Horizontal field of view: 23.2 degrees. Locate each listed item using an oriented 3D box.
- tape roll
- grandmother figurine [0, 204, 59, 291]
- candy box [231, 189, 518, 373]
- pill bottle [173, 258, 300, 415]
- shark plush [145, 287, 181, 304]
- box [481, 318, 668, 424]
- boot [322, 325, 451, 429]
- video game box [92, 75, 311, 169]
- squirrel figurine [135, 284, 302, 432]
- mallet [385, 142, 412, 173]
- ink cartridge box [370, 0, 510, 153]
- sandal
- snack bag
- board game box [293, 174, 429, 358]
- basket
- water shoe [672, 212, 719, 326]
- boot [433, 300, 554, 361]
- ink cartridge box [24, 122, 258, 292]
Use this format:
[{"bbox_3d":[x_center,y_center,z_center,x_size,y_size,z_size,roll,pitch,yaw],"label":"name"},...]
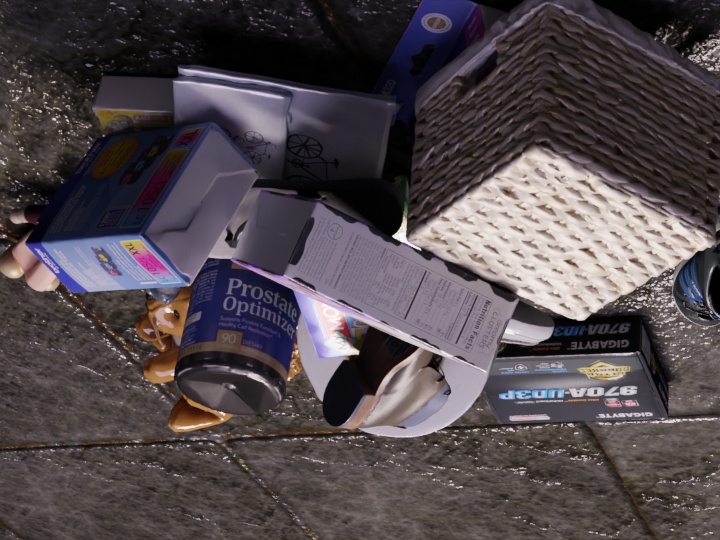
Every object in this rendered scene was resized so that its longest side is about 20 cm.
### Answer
[{"bbox_3d":[0.039,0.064,1.772,0.199,0.201,0.066,4,-166,9],"label":"tape roll"},{"bbox_3d":[-0.305,-0.035,1.832,0.121,0.061,0.200,13,154,-24],"label":"grandmother figurine"},{"bbox_3d":[0.009,0.007,1.494,0.199,0.072,0.168,25,177,-20],"label":"candy box"},{"bbox_3d":[-0.115,0.033,1.747,0.111,0.201,0.112,7,151,4],"label":"pill bottle"},{"bbox_3d":[-0.221,-0.008,1.800,0.090,0.084,0.200,-2,180,-28],"label":"shark plush"},{"bbox_3d":[0.229,0.113,1.942,0.199,0.046,0.159,-3,148,20],"label":"box"},{"bbox_3d":[0.054,0.080,1.685,0.097,0.075,0.200,15,128,-40],"label":"boot"},{"bbox_3d":[-0.134,-0.111,1.661,0.199,0.047,0.182,4,152,9],"label":"video game box"},{"bbox_3d":[-0.145,0.059,1.905,0.199,0.142,0.187,-6,139,-1],"label":"squirrel figurine"},{"bbox_3d":[0.088,-0.069,1.635,0.199,0.041,0.066,25,141,9],"label":"mallet"},{"bbox_3d":[0.120,-0.149,1.530,0.199,0.043,0.197,14,150,-11],"label":"ink cartridge box"},{"bbox_3d":[-0.061,-0.045,1.579,0.199,0.043,0.076,-9,127,15],"label":"sandal"},{"bbox_3d":[-0.070,-0.111,1.582,0.199,0.021,0.189,8,149,-1],"label":"snack bag"},{"bbox_3d":[0.000,0.000,1.665,0.134,0.029,0.201,-7,133,12],"label":"board game box"},{"bbox_3d":[0.164,-0.090,1.423,0.199,0.161,0.198,26,145,-23],"label":"basket"},{"bbox_3d":[0.345,0.018,1.712,0.071,0.079,0.200,8,150,3],"label":"water shoe"},{"bbox_3d":[0.096,0.066,1.837,0.199,0.074,0.096,16,108,3],"label":"boot"},{"bbox_3d":[-0.207,-0.054,1.574,0.199,0.137,0.076,-5,136,45],"label":"ink cartridge box"}]
